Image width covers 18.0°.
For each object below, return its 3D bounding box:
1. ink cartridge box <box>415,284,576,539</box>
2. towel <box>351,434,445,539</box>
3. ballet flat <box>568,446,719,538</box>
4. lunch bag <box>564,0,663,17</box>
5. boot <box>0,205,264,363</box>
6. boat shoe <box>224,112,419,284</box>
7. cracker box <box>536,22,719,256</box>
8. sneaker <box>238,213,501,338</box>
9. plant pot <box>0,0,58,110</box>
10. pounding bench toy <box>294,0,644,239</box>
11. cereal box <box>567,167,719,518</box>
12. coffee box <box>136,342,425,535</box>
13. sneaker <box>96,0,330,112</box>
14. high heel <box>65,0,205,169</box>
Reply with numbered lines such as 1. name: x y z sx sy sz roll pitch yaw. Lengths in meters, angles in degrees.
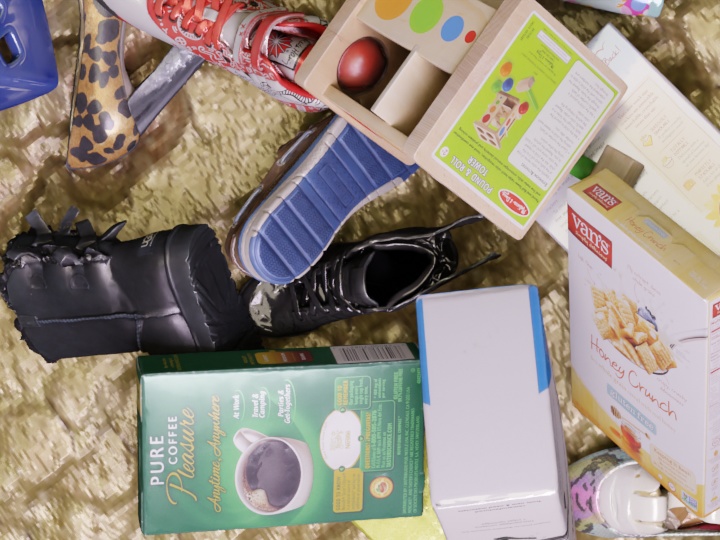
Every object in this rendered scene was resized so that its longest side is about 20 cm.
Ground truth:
1. ink cartridge box: 0.093 0.116 1.509 0.084 0.200 0.147 -8 66 7
2. towel: 0.064 0.187 1.623 0.200 0.018 0.086 43 89 6
3. ballet flat: 0.230 0.158 1.571 0.199 0.071 0.070 -1 103 8
4. lunch bag: 0.148 -0.289 1.540 0.169 0.122 0.201 14 110 6
5. boot: -0.161 0.047 1.616 0.162 0.073 0.199 -3 122 26
6. boat shoe: -0.023 -0.076 1.596 0.200 0.072 0.072 -43 119 -19
7. cracker box: 0.196 -0.055 1.583 0.134 0.058 0.200 -45 85 6
8. sneaker: 0.001 0.003 1.584 0.199 0.104 0.060 -16 91 7
9. plant pot: -0.352 -0.193 1.569 0.199 0.180 0.201 -15 89 24
10. pounding bench toy: 0.082 -0.111 1.519 0.124 0.200 0.156 -55 44 1
11. cereal box: 0.193 0.049 1.500 0.039 0.201 0.144 -27 44 -21
12. coffee box: -0.055 0.114 1.563 0.199 0.044 0.124 -4 111 -10
13. sneaker: -0.090 -0.174 1.564 0.201 0.108 0.067 30 86 -15
14. high heel: -0.217 -0.176 1.628 0.200 0.071 0.143 43 91 -2
